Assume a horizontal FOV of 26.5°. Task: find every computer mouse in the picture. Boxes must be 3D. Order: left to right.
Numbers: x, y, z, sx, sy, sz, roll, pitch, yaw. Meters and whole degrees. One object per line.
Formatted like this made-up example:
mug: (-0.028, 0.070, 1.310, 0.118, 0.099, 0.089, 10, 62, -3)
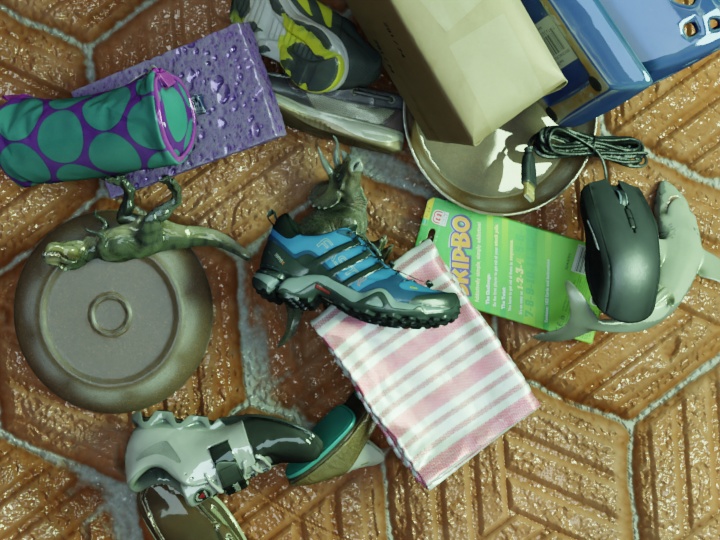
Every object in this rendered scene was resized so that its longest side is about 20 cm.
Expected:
computer mouse: (0.220, -0.054, 1.442, 0.139, 0.046, 0.202, 9, 63, -15)

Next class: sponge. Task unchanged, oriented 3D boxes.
sponge: (-0.174, -0.150, 1.456, 0.198, 0.030, 0.113, -18, 93, 24)

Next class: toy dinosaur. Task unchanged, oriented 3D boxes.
toy dinosaur: (-0.205, -0.047, 1.461, 0.197, 0.048, 0.089, -4, 106, -5)
toy dinosaur: (-0.034, -0.019, 1.501, 0.102, 0.077, 0.201, 34, 101, 12)

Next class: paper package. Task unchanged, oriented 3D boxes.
paper package: (0.071, -0.223, 1.367, 0.103, 0.191, 0.201, -34, 102, -6)

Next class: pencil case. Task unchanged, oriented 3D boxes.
pencil case: (-0.248, -0.133, 1.429, 0.198, 0.085, 0.094, -7, 91, 25)

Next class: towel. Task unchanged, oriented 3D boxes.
towel: (0.064, 0.089, 1.469, 0.146, 0.030, 0.201, -35, 95, -8)

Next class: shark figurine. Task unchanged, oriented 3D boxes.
shark figurine: (0.276, 0.026, 1.498, 0.128, 0.090, 0.214, 43, 62, 7)

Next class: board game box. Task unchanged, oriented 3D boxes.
board game box: (0.148, -0.001, 1.523, 0.198, 0.030, 0.097, 17, 91, -7)

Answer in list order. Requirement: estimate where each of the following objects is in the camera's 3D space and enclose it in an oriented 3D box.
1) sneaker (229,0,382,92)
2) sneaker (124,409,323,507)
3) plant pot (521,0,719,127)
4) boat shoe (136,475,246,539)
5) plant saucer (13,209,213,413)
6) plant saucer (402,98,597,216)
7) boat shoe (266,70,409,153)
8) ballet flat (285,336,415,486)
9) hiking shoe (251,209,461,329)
sneaker: (-0.054, -0.223, 1.452, 0.084, 0.200, 0.075, 6, 124, -42)
sneaker: (-0.133, 0.188, 1.471, 0.197, 0.074, 0.089, -1, 57, 15)
plant pot: (0.227, -0.252, 1.408, 0.179, 0.200, 0.201, -36, 93, -16)
boat shoe: (-0.142, 0.279, 1.500, 0.075, 0.075, 0.202, -44, 94, 0)
plant saucer: (-0.244, 0.042, 1.502, 0.197, 0.037, 0.203, 0, 93, -4)
plant saucer: (0.134, -0.154, 1.500, 0.197, 0.034, 0.203, 0, 92, -11)
boat shoe: (-0.046, -0.170, 1.486, 0.198, 0.072, 0.066, 18, 82, -4)
ballet flat: (0.009, 0.145, 1.514, 0.072, 0.068, 0.201, 37, 87, -22)
hiking shoe: (0.000, 0.000, 1.422, 0.197, 0.074, 0.088, 12, 80, 4)
